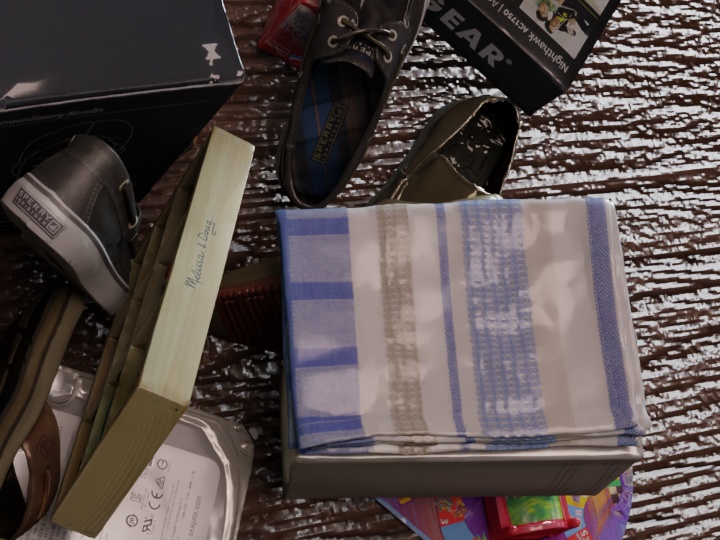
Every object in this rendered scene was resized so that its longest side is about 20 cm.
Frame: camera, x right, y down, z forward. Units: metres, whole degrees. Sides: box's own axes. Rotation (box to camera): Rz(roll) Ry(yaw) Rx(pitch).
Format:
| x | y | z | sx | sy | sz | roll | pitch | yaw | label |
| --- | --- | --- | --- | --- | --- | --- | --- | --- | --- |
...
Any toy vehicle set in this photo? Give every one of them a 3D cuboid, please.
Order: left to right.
| x | y | z | sx | sy | sz | roll | pitch | yaw | label |
| --- | --- | --- | --- | --- | --- | --- | --- | --- | --- |
| -0.109 | 0.029 | 0.863 | 0.026 | 0.124 | 0.201 | 25 | 41 | -14 | toy vehicle set |

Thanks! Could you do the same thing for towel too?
| x | y | z | sx | sy | sz | roll | pitch | yaw | label |
| --- | --- | --- | --- | --- | --- | --- | --- | --- | --- |
| 0.055 | 0.029 | 0.890 | 0.199 | 0.024 | 0.148 | -2 | 70 | -7 | towel |

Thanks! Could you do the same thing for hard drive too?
| x | y | z | sx | sy | sz | roll | pitch | yaw | label |
| --- | --- | --- | --- | --- | --- | --- | --- | --- | --- |
| -0.163 | 0.126 | 0.892 | 0.199 | 0.038 | 0.141 | 20 | 64 | -18 | hard drive |

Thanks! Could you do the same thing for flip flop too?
| x | y | z | sx | sy | sz | roll | pitch | yaw | label |
| --- | --- | --- | --- | --- | --- | --- | --- | --- | --- |
| -0.181 | 0.098 | 0.834 | 0.057 | 0.081 | 0.201 | 37 | 53 | -26 | flip flop |

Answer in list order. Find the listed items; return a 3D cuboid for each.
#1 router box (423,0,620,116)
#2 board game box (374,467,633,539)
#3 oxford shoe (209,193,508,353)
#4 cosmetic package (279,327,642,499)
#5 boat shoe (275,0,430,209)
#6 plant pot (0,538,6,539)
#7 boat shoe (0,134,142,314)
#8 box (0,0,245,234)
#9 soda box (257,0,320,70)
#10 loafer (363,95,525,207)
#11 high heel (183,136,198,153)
| x | y | z | sx | sy | sz | roll | pitch | yaw | label |
| --- | --- | --- | --- | --- | --- | --- | --- | --- | --- |
| 0.081 | -0.222 | 1.052 | 0.200 | 0.051 | 0.150 | 40 | 60 | -12 | router box |
| 0.098 | 0.115 | 1.023 | 0.200 | 0.039 | 0.158 | 40 | 59 | -8 | board game box |
| 0.000 | 0.000 | 0.971 | 0.199 | 0.071 | 0.075 | -7 | 52 | 6 | oxford shoe |
| 0.053 | 0.085 | 0.940 | 0.199 | 0.113 | 0.082 | 2 | 71 | -7 | cosmetic package |
| -0.006 | -0.127 | 0.980 | 0.070 | 0.066 | 0.201 | 21 | 108 | -9 | boat shoe |
| -0.132 | 0.218 | 0.735 | 0.193 | 0.199 | 0.201 | 46 | 52 | -43 | plant pot |
| -0.143 | -0.023 | 0.859 | 0.069 | 0.200 | 0.057 | 41 | 81 | 2 | boat shoe |
| -0.175 | -0.101 | 0.872 | 0.148 | 0.200 | 0.108 | -10 | 77 | -29 | box |
| 0.000 | -0.225 | 1.079 | 0.063 | 0.070 | 0.201 | 29 | 61 | -18 | soda box |
| 0.048 | -0.041 | 1.038 | 0.075 | 0.070 | 0.201 | 32 | 61 | -13 | loafer |
| -0.089 | -0.183 | 0.975 | 0.071 | 0.142 | 0.201 | 10 | 63 | -52 | high heel |
